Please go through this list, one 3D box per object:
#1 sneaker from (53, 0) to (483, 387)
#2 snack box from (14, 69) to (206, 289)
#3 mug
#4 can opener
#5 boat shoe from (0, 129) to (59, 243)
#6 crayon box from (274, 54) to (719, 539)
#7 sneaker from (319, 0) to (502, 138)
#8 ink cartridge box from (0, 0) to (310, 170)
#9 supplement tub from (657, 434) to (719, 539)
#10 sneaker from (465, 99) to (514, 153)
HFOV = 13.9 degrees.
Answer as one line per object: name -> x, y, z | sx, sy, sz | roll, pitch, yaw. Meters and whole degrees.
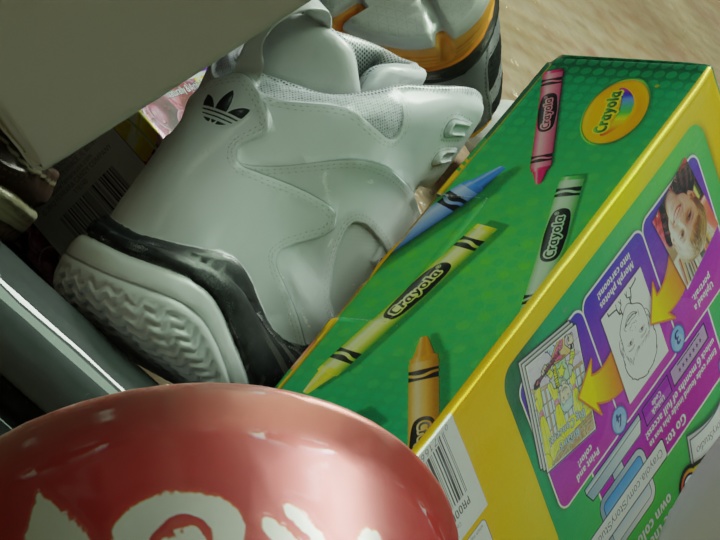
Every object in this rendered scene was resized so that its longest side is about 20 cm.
sneaker -> 0.000, 0.000, 0.871 | 0.075, 0.115, 0.200 | 26, -6, 36
snack box -> -0.100, -0.094, 0.958 | 0.200, 0.068, 0.169 | 48, 22, 6
mug -> -0.013, 0.148, 0.634 | 0.177, 0.133, 0.200 | 29, 31, -33
can opener -> -0.105, 0.010, 0.794 | 0.200, 0.053, 0.066 | 44, 22, -9
boat shoe -> -0.150, -0.100, 0.845 | 0.202, 0.075, 0.075 | 47, 1, -2
crayon box -> 0.047, 0.045, 0.823 | 0.200, 0.058, 0.119 | -50, 132, -38
sneaker -> -0.015, -0.115, 0.983 | 0.200, 0.078, 0.077 | 58, -5, 38
ink cartridge box -> -0.061, -0.130, 0.814 | 0.125, 0.128, 0.200 | 53, 22, -14
supplement tub -> 0.190, 0.104, 0.779 | 0.200, 0.145, 0.145 | 43, 23, -8
sneaker -> 0.112, -0.033, 1.140 | 0.075, 0.088, 0.200 | 53, -8, -32
